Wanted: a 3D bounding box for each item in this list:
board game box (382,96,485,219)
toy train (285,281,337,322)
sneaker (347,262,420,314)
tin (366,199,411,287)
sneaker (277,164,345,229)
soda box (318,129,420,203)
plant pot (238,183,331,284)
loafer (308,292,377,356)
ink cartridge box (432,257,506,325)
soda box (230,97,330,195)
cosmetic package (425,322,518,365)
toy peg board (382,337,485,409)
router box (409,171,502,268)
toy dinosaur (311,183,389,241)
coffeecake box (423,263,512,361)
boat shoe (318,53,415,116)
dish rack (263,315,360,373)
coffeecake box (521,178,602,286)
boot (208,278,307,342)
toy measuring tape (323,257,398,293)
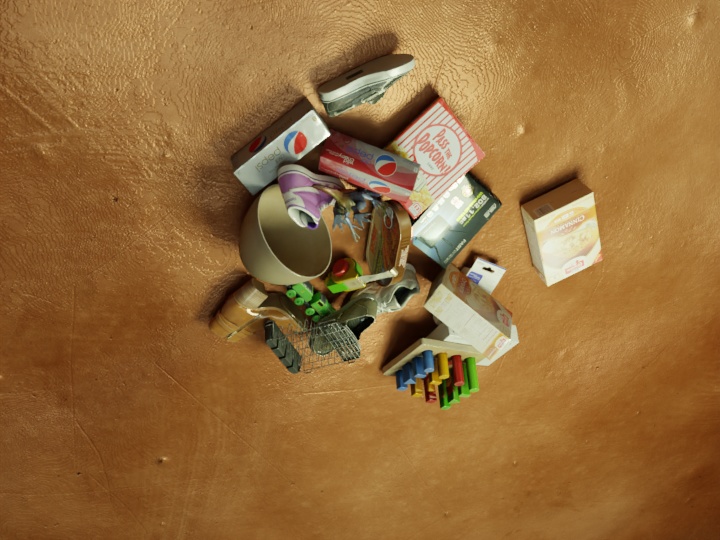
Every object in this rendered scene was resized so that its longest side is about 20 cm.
[{"bbox_3d":[0.137,-0.233,1.577,0.199,0.046,0.152,-41,101,10],"label":"board game box"},{"bbox_3d":[-0.097,0.081,1.735,0.056,0.042,0.200,-28,128,20],"label":"toy train"},{"bbox_3d":[0.051,0.068,1.750,0.199,0.093,0.076,-39,126,10],"label":"sneaker"},{"bbox_3d":[0.060,-0.060,1.654,0.041,0.112,0.204,-18,135,-32],"label":"tin"},{"bbox_3d":[-0.090,-0.130,1.528,0.072,0.117,0.198,-25,160,32],"label":"sneaker"},{"bbox_3d":[0.016,-0.205,1.515,0.195,0.065,0.070,20,162,-2],"label":"soda box"},{"bbox_3d":[-0.172,-0.054,1.553,0.133,0.204,0.199,-28,133,36],"label":"plant pot"},{"bbox_3d":[-0.039,0.131,1.716,0.199,0.070,0.075,-42,126,20],"label":"loafer"},{"bbox_3d":[0.263,0.057,1.851,0.093,0.037,0.202,18,118,-26],"label":"ink cartridge box"},{"bbox_3d":[-0.158,-0.242,1.493,0.198,0.064,0.068,-36,127,8],"label":"soda box"},{"bbox_3d":[0.267,0.178,1.881,0.195,0.053,0.151,8,151,-22],"label":"cosmetic package"},{"bbox_3d":[0.186,0.261,1.866,0.194,0.100,0.200,11,147,-25],"label":"toy peg board"},{"bbox_3d":[0.195,-0.124,1.690,0.148,0.063,0.201,32,108,-33],"label":"router box"},{"bbox_3d":[-0.005,-0.150,1.541,0.103,0.184,0.203,-18,123,17],"label":"toy dinosaur"},{"bbox_3d":[0.249,0.091,1.743,0.198,0.154,0.074,38,113,-2],"label":"coffeecake box"},{"bbox_3d":[0.017,-0.359,1.477,0.195,0.071,0.065,-20,126,5],"label":"boat shoe"},{"bbox_3d":[-0.101,0.157,1.665,0.195,0.056,0.154,-14,137,19],"label":"dish rack"},{"bbox_3d":[0.475,-0.088,1.794,0.150,0.074,0.203,-25,127,-3],"label":"coffeecake box"},{"bbox_3d":[-0.227,0.118,1.703,0.155,0.078,0.199,-42,133,17],"label":"boot"},{"bbox_3d":[0.000,0.000,1.676,0.196,0.075,0.074,-15,134,34],"label":"toy measuring tape"}]
